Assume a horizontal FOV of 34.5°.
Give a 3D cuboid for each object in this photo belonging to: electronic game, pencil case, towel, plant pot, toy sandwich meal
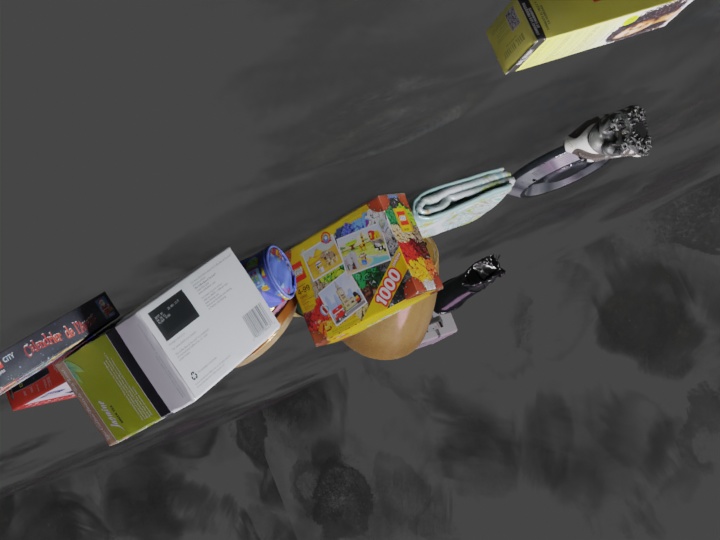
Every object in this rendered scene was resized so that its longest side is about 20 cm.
[{"bbox_3d":[0.322,-0.169,1.849,0.198,0.042,0.200,-21,170,-4],"label":"electronic game"},{"bbox_3d":[-0.180,0.040,1.653,0.199,0.079,0.087,-27,135,26],"label":"pencil case"},{"bbox_3d":[0.125,-0.090,1.789,0.198,0.049,0.171,-18,169,-28],"label":"towel"},{"bbox_3d":[0.057,0.020,1.929,0.185,0.187,0.200,-18,157,-28],"label":"plant pot"},{"bbox_3d":[-0.177,0.068,1.778,0.204,0.070,0.206,-32,-152,20],"label":"toy sandwich meal"}]

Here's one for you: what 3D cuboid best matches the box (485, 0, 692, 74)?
[{"bbox_3d":[0.223,-0.245,1.099,0.198,0.051,0.075,-19,171,-21],"label":"box"}]

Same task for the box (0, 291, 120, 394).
[{"bbox_3d":[-0.410,0.107,1.444,0.136,0.038,0.200,-31,-176,43],"label":"box"}]

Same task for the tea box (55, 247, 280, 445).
[{"bbox_3d":[-0.249,0.098,1.509,0.196,0.134,0.200,-28,-173,39],"label":"tea box"}]

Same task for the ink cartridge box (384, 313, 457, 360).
[{"bbox_3d":[0.167,0.186,3.448,0.199,0.084,0.146,-15,169,-41],"label":"ink cartridge box"}]

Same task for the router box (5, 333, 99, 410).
[{"bbox_3d":[-0.421,0.150,1.801,0.178,0.049,0.199,-27,170,25],"label":"router box"}]

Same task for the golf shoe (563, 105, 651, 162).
[{"bbox_3d":[0.370,-0.202,1.728,0.094,0.079,0.199,-8,180,34],"label":"golf shoe"}]

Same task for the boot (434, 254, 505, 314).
[{"bbox_3d":[0.258,0.034,2.806,0.197,0.074,0.162,-30,174,-2],"label":"boot"}]

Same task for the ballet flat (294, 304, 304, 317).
[{"bbox_3d":[-0.085,0.045,1.841,0.070,0.072,0.199,-15,-171,-40],"label":"ballet flat"}]

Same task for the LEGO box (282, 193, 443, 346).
[{"bbox_3d":[0.000,0.000,1.667,0.199,0.150,0.077,-29,169,33],"label":"LEGO box"}]
